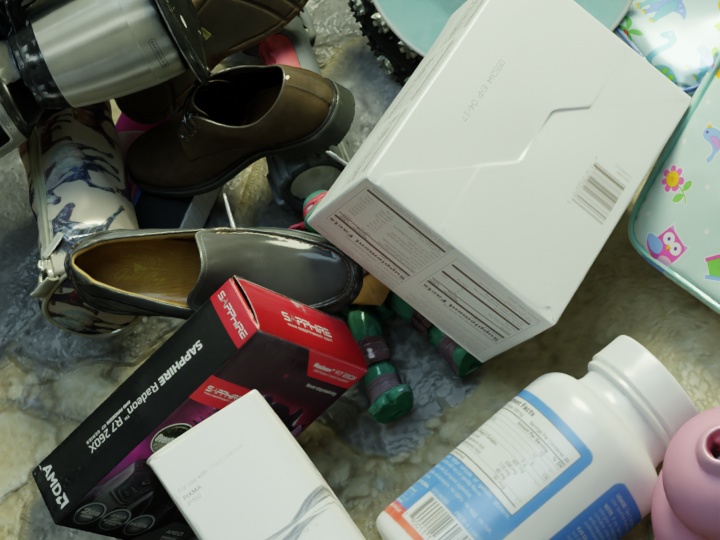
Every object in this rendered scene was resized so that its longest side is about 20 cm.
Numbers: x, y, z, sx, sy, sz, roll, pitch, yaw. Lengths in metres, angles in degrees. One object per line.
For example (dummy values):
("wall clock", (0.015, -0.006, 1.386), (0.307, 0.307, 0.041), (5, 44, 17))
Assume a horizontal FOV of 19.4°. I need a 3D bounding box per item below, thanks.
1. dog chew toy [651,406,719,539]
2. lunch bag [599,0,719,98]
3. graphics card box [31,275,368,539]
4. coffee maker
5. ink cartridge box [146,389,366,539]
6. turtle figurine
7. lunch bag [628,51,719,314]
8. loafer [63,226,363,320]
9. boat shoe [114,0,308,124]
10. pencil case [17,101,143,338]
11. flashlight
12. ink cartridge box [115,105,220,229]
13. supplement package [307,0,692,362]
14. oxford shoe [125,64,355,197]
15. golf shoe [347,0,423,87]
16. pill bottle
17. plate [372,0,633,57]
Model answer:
("dog chew toy", (0.226, 0.146, 1.226), (0.124, 0.200, 0.125), (-8, 57, 13))
("lunch bag", (0.245, -0.202, 1.508), (0.161, 0.083, 0.200), (-33, 55, -2))
("graphics card box", (-0.105, 0.098, 1.377), (0.200, 0.125, 0.051), (-42, 56, 17))
("coffee maker", (-0.221, -0.171, 1.494), (0.199, 0.135, 0.192), (-22, 21, 5))
("ink cartridge box", (-0.034, 0.184, 1.289), (0.083, 0.147, 0.200), (-35, 75, -4))
("turtle figurine", (0.000, 0.000, 1.458), (0.150, 0.101, 0.200), (-39, 70, 11))
("lunch bag", (0.277, -0.066, 1.379), (0.160, 0.077, 0.200), (38, 102, 36))
("loafer", (-0.099, 0.005, 1.396), (0.199, 0.072, 0.073), (-2, 86, 5))
("boat shoe", (-0.112, -0.199, 1.581), (0.200, 0.072, 0.076), (-36, 31, 13))
("pencil case", (-0.208, -0.052, 1.526), (0.078, 0.089, 0.200), (-33, 52, 22))
("flashlight", (-0.058, -0.134, 1.581), (0.068, 0.068, 0.200), (-33, 53, 16))
("ink cartridge box", (-0.151, -0.077, 1.598), (0.094, 0.037, 0.200), (10, 61, 25))
("supplement package", (0.092, -0.071, 1.383), (0.156, 0.111, 0.200), (38, 65, -9))
("oxford shoe", (-0.105, -0.109, 1.508), (0.200, 0.084, 0.073), (-20, 56, 37))
("golf shoe", (0.074, -0.166, 1.558), (0.200, 0.077, 0.088), (39, 70, 24))
("pill bottle", (0.117, 0.136, 1.324), (0.200, 0.112, 0.112), (-39, 55, -8))
("plate", (0.099, -0.228, 1.454), (0.199, 0.201, 0.026), (-12, 25, 12))
